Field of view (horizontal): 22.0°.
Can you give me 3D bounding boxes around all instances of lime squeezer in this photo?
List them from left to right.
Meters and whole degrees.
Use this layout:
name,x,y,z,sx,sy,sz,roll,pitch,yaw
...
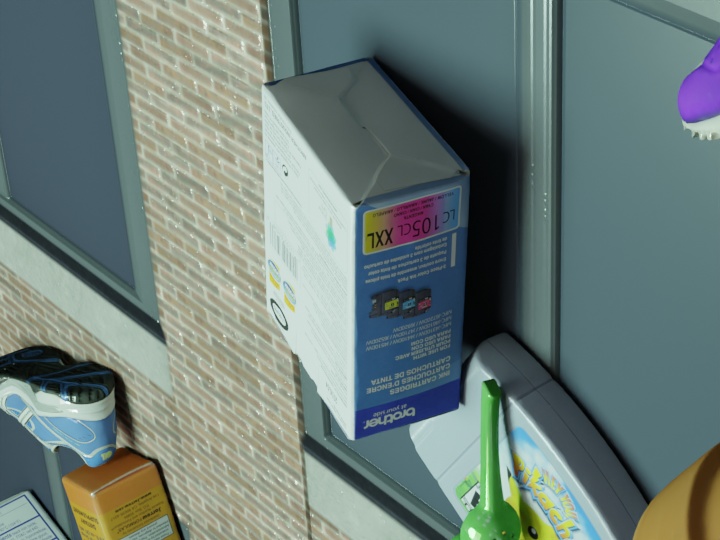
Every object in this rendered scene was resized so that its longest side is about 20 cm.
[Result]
name,x,y,z,sx,sy,sz,roll,pitch,yaw
lime squeezer,0.060,0.150,1.088,0.071,0.038,0.200,50,148,22

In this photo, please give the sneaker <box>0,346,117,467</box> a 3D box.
name,x,y,z,sx,sy,sz,roll,pitch,yaw
sneaker,-0.276,0.117,1.604,0.200,0.076,0.077,17,122,53

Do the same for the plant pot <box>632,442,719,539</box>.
name,x,y,z,sx,sy,sz,roll,pitch,yaw
plant pot,0.228,0.125,0.746,0.200,0.200,0.140,52,132,19

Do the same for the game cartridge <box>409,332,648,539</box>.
name,x,y,z,sx,sy,sz,roll,pitch,yaw
game cartridge,0.111,0.141,1.073,0.200,0.040,0.133,55,145,14

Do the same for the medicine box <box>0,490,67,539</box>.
name,x,y,z,sx,sy,sz,roll,pitch,yaw
medicine box,-0.320,0.356,1.826,0.200,0.103,0.183,47,146,27

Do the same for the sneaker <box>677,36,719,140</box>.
name,x,y,z,sx,sy,sz,roll,pitch,yaw
sneaker,0.188,-0.125,0.730,0.200,0.069,0.100,-34,77,55

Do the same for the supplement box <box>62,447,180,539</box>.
name,x,y,z,sx,sy,sz,roll,pitch,yaw
supplement box,-0.188,0.258,1.588,0.066,0.069,0.201,12,125,56

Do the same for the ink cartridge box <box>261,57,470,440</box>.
name,x,y,z,sx,sy,sz,roll,pitch,yaw
ink cartridge box,0.000,0.000,1.066,0.137,0.076,0.201,-125,29,-47
